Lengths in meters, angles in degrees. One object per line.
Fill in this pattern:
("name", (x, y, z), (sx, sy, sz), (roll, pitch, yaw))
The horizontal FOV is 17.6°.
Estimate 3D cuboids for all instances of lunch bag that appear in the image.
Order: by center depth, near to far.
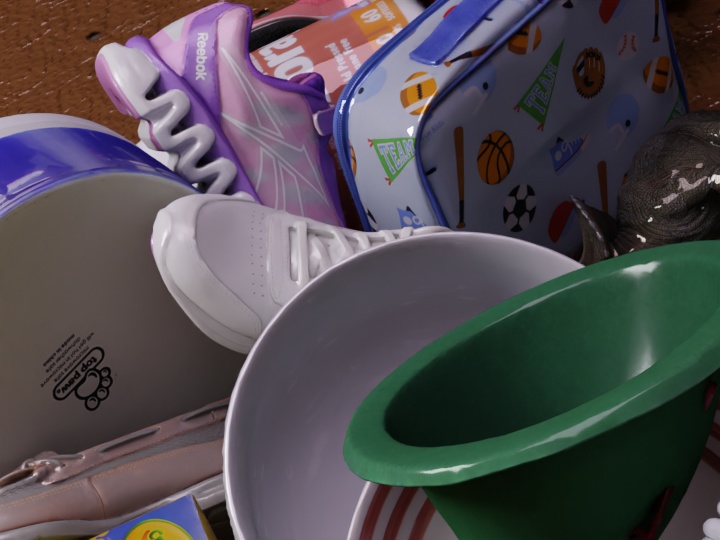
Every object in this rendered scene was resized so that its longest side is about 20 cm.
("lunch bag", (0.079, -0.079, 1.151), (0.075, 0.161, 0.200), (18, 51, 42))

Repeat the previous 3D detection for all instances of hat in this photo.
("hat", (0.095, 0.111, 0.872), (0.199, 0.177, 0.166), (-27, 15, -9))

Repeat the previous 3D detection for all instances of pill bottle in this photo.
("pill bottle", (-0.043, -0.061, 1.234), (0.199, 0.113, 0.112), (-26, 35, -6))

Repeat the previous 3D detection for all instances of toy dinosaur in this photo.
("toy dinosaur", (0.168, -0.046, 1.134), (0.102, 0.077, 0.200), (19, 54, 34))

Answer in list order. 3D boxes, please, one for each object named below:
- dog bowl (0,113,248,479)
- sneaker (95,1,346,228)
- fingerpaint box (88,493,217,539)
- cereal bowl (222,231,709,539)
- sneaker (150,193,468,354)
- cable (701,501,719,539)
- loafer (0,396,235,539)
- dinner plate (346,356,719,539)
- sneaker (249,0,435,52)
("dog bowl", (-0.146, 0.034, 1.084), (0.200, 0.201, 0.079), (-35, 39, -20))
("sneaker", (-0.039, -0.050, 1.142), (0.088, 0.201, 0.080), (-39, 14, -9))
("fingerpaint box", (-0.109, 0.206, 0.943), (0.166, 0.074, 0.200), (-25, 35, -3))
("cereal bowl", (0.042, 0.090, 0.974), (0.198, 0.083, 0.202), (0, 66, 0))
("sneaker", (0.000, 0.000, 1.050), (0.099, 0.199, 0.075), (-38, 45, 41))
("cable", (0.205, 0.130, 0.776), (0.199, 0.200, 0.070), (23, 85, 12))
("loafer", (-0.122, 0.106, 1.051), (0.199, 0.072, 0.063), (-12, 57, -24))
("dinner plate", (0.092, 0.127, 0.902), (0.198, 0.024, 0.202), (0, 67, 0))
("sneaker", (-0.011, -0.135, 1.374), (0.199, 0.074, 0.087), (-22, 21, -8))
